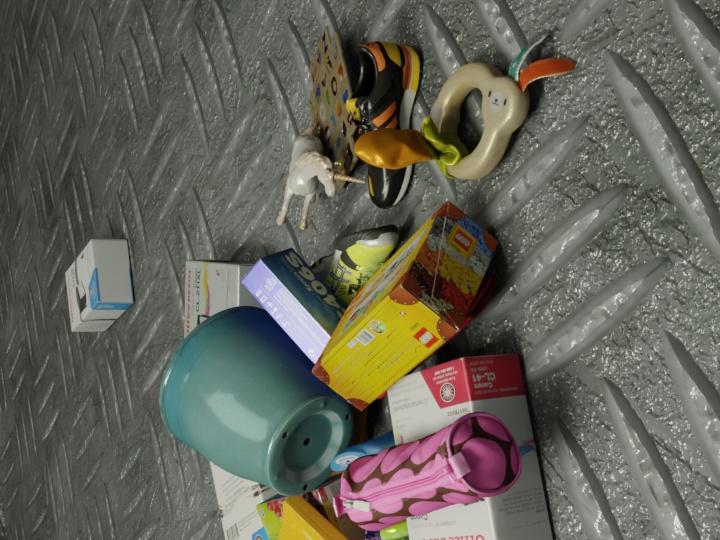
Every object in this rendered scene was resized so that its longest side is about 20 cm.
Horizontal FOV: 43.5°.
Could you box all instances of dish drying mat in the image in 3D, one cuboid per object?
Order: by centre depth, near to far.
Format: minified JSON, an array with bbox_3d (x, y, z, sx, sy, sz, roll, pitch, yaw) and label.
[{"bbox_3d":[0.084,0.080,1.026,0.018,0.077,0.200,43,135,-1],"label":"dish drying mat"}]

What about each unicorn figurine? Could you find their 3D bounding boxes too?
[{"bbox_3d":[-0.069,-0.125,1.205,0.201,0.073,0.138,-110,31,-45],"label":"unicorn figurine"}]

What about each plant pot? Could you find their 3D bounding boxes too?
[{"bbox_3d":[-0.114,0.174,1.117,0.187,0.199,0.202,30,114,41],"label":"plant pot"}]

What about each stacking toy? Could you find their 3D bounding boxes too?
[{"bbox_3d":[0.051,0.291,1.052,0.116,0.109,0.202,-28,78,52],"label":"stacking toy"}]

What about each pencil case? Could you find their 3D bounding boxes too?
[{"bbox_3d":[0.060,0.202,0.881,0.200,0.093,0.092,-36,61,46],"label":"pencil case"}]

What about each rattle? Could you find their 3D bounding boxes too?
[{"bbox_3d":[0.103,-0.180,0.939,0.200,0.142,0.132,-30,47,58],"label":"rattle"}]

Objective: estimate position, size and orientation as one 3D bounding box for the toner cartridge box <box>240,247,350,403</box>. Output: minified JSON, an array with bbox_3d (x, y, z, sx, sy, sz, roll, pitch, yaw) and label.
[{"bbox_3d":[-0.051,0.063,1.113,0.200,0.095,0.043,47,113,7],"label":"toner cartridge box"}]

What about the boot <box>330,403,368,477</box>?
[{"bbox_3d":[-0.055,0.200,1.231,0.200,0.070,0.146,12,94,50],"label":"boot"}]

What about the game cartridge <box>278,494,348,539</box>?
[{"bbox_3d":[-0.039,0.393,1.081,0.176,0.032,0.202,33,131,35],"label":"game cartridge"}]

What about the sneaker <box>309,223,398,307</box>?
[{"bbox_3d":[0.000,0.000,1.151,0.200,0.075,0.077,-41,65,59],"label":"sneaker"}]

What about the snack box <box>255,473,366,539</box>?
[{"bbox_3d":[-0.037,0.372,1.152,0.168,0.067,0.202,-31,81,51],"label":"snack box"}]

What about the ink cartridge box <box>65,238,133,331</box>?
[{"bbox_3d":[-0.573,0.035,1.974,0.200,0.083,0.147,-34,62,50],"label":"ink cartridge box"}]

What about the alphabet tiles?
[{"bbox_3d":[-0.038,-0.215,1.217,0.167,0.006,0.202,126,135,-63],"label":"alphabet tiles"}]

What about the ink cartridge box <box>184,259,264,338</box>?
[{"bbox_3d":[-0.204,0.059,1.429,0.199,0.082,0.148,4,93,55],"label":"ink cartridge box"}]

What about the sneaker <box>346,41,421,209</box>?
[{"bbox_3d":[0.016,-0.178,1.103,0.070,0.089,0.203,16,102,54],"label":"sneaker"}]

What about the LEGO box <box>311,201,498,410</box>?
[{"bbox_3d":[0.047,0.042,0.997,0.200,0.077,0.149,-46,9,46],"label":"LEGO box"}]

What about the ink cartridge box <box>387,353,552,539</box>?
[{"bbox_3d":[0.111,0.201,0.961,0.147,0.085,0.202,-27,66,52],"label":"ink cartridge box"}]

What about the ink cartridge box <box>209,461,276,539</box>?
[{"bbox_3d":[-0.146,0.337,1.337,0.146,0.084,0.202,-44,53,47],"label":"ink cartridge box"}]
